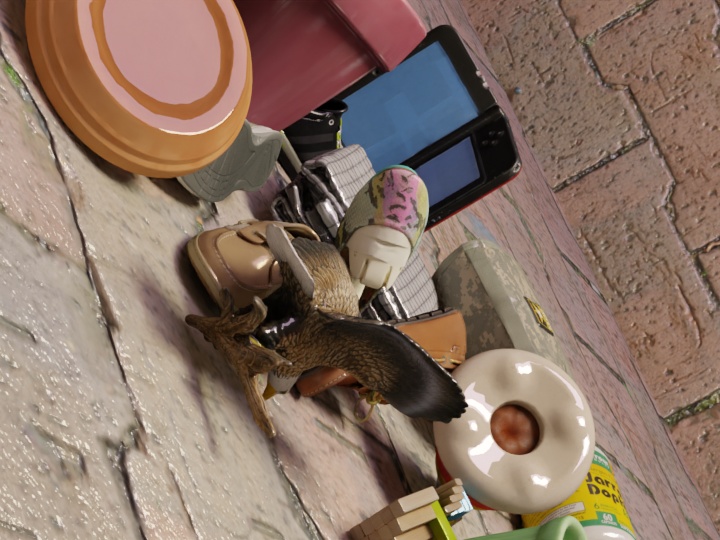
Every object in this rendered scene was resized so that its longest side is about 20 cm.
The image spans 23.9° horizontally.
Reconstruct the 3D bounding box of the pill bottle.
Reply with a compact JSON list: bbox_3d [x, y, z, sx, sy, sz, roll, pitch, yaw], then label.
[{"bbox_3d":[0.226,0.254,1.825,0.113,0.112,0.201,51,16,-33],"label":"pill bottle"}]

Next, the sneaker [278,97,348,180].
[{"bbox_3d":[-0.040,-0.131,1.710,0.200,0.082,0.072,51,16,-33],"label":"sneaker"}]

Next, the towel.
[{"bbox_3d":[-0.008,-0.011,1.591,0.201,0.085,0.166,61,15,-4],"label":"towel"}]

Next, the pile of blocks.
[{"bbox_3d":[0.062,0.214,1.374,0.062,0.082,0.200,63,13,13],"label":"pile of blocks"}]

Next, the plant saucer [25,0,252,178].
[{"bbox_3d":[-0.155,-0.170,1.264,0.199,0.037,0.202,17,63,-39],"label":"plant saucer"}]

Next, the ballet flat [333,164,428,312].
[{"bbox_3d":[0.000,0.000,1.405,0.069,0.200,0.072,23,46,-12],"label":"ballet flat"}]

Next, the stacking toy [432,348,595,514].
[{"bbox_3d":[0.115,0.167,1.531,0.147,0.145,0.200,64,-21,15],"label":"stacking toy"}]

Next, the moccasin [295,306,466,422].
[{"bbox_3d":[0.021,0.083,1.439,0.201,0.073,0.078,-9,84,-56],"label":"moccasin"}]

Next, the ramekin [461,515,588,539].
[{"bbox_3d":[0.125,0.292,1.298,0.200,0.097,0.202,-8,90,-73],"label":"ramekin"}]

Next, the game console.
[{"bbox_3d":[0.051,-0.135,1.801,0.119,0.199,0.173,51,17,-30],"label":"game console"}]

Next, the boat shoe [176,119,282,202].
[{"bbox_3d":[-0.123,-0.103,1.405,0.064,0.075,0.202,25,11,13],"label":"boat shoe"}]

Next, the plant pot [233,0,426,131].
[{"bbox_3d":[-0.069,-0.223,1.533,0.200,0.179,0.200,46,3,-3],"label":"plant pot"}]

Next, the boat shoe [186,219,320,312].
[{"bbox_3d":[-0.082,-0.013,1.356,0.072,0.064,0.200,60,13,1],"label":"boat shoe"}]

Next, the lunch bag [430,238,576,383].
[{"bbox_3d":[0.135,0.080,1.691,0.200,0.117,0.165,102,-32,-60],"label":"lunch bag"}]

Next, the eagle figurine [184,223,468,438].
[{"bbox_3d":[-0.026,0.047,1.259,0.199,0.150,0.153,-3,81,-39],"label":"eagle figurine"}]
